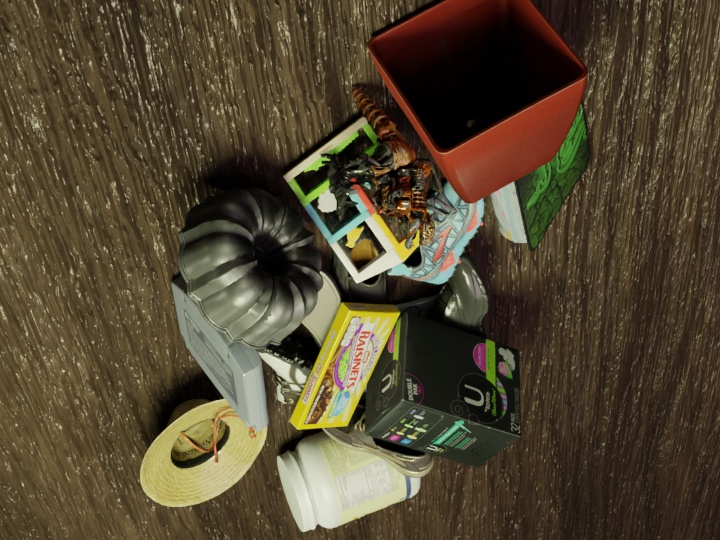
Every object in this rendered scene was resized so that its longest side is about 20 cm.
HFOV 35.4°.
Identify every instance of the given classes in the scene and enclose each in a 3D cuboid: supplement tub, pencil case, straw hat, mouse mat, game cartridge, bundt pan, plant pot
[{"bbox_3d":[-0.019,0.315,1.771,0.197,0.146,0.147,-18,135,-14],"label":"supplement tub"},{"bbox_3d":[0.209,-0.127,1.547,0.082,0.092,0.201,-11,141,15],"label":"pencil case"},{"bbox_3d":[-0.236,0.235,1.617,0.198,0.085,0.203,-20,134,-22],"label":"straw hat"},{"bbox_3d":[0.265,-0.145,1.545,0.201,0.007,0.162,-55,144,-29],"label":"mouse mat"},{"bbox_3d":[-0.180,0.098,1.446,0.040,0.200,0.134,-28,139,-20],"label":"game cartridge"},{"bbox_3d":[-0.121,-0.013,1.374,0.200,0.205,0.075,20,145,-41],"label":"bundt pan"},{"bbox_3d":[0.149,-0.203,1.384,0.198,0.201,0.177,-28,148,-4],"label":"plant pot"}]

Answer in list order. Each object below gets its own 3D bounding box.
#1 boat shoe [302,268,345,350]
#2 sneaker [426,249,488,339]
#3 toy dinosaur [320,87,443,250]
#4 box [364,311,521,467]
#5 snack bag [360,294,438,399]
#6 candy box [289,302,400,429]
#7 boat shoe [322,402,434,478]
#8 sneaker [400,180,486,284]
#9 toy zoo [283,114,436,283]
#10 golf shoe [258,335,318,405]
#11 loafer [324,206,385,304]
[{"bbox_3d":[-0.051,0.058,1.599,0.066,0.057,0.202,-18,132,3],"label":"boat shoe"},{"bbox_3d":[0.140,0.059,1.664,0.089,0.076,0.202,-11,128,-7],"label":"sneaker"},{"bbox_3d":[0.026,-0.120,1.390,0.134,0.202,0.103,-19,151,-2],"label":"toy dinosaur"},{"bbox_3d":[0.119,0.175,1.638,0.197,0.151,0.124,19,142,-20],"label":"box"},{"bbox_3d":[0.081,0.115,1.742,0.197,0.022,0.191,-12,132,-20],"label":"snack bag"},{"bbox_3d":[-0.022,0.136,1.603,0.101,0.026,0.202,1,120,-45],"label":"candy box"},{"bbox_3d":[0.025,0.236,1.693,0.074,0.197,0.075,98,18,-58],"label":"boat shoe"},{"bbox_3d":[0.106,-0.061,1.558,0.094,0.080,0.202,1,127,-28],"label":"sneaker"},{"bbox_3d":[0.008,-0.078,1.448,0.130,0.020,0.201,-35,102,4],"label":"toy zoo"},{"bbox_3d":[-0.099,0.154,1.632,0.094,0.078,0.199,-44,135,12],"label":"golf shoe"},{"bbox_3d":[0.000,0.000,1.554,0.072,0.073,0.201,-27,137,-6],"label":"loafer"}]
